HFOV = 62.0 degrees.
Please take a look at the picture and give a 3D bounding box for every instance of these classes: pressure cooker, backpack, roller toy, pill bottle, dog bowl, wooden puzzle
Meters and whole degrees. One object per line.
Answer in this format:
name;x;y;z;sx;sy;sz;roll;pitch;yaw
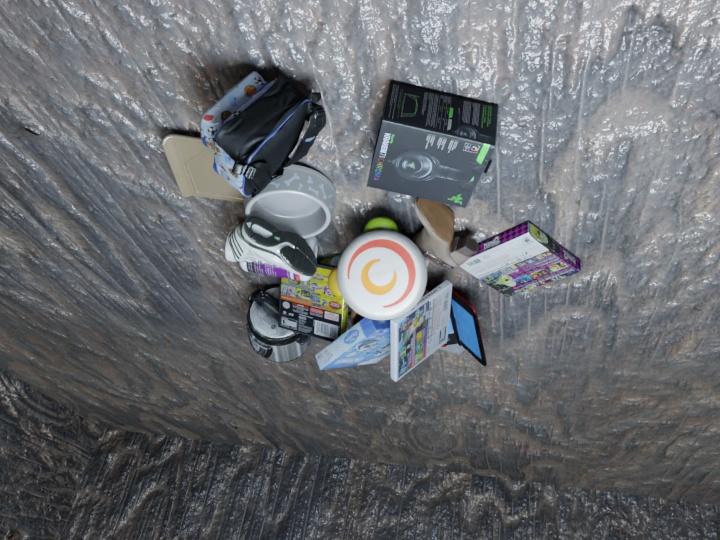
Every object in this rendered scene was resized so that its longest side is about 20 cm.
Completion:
pressure cooker;-0.220;0.138;1.630;0.175;0.180;0.200;-2;150;-4
backpack;-0.179;-0.221;1.018;0.154;0.200;0.191;42;157;8
roller toy;0.046;0.010;1.249;0.182;0.200;0.140;40;-176;4
pill bottle;-0.203;-0.044;1.379;0.199;0.113;0.113;9;149;3
dog bowl;-0.148;-0.133;1.238;0.199;0.059;0.200;1;150;0
wooden puzzle;-0.282;-0.206;1.221;0.199;0.037;0.185;4;149;2

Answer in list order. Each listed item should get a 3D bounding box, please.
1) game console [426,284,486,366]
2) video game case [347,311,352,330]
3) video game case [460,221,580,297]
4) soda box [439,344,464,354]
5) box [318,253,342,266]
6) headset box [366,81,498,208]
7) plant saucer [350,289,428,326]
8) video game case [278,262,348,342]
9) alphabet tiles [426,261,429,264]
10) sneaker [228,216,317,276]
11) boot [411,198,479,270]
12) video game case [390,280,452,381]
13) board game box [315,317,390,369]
game console;0.211;0.144;1.488;0.171;0.119;0.201;-10;126;12
video game case;0.061;0.167;1.584;0.199;0.019;0.143;1;131;27
video game case;0.344;-0.018;1.314;0.181;0.036;0.200;30;145;-27
soda box;0.192;0.164;1.632;0.199;0.069;0.064;16;147;-8
box;0.000;0.000;1.450;0.199;0.049;0.117;-12;141;37
headset box;0.125;-0.207;1.022;0.199;0.093;0.174;12;150;-3
plant saucer;0.073;0.091;1.421;0.199;0.032;0.201;-10;147;-7
video game case;-0.115;0.070;1.456;0.199;0.182;0.025;11;-166;32
alphabet tiles;0.057;0.013;1.385;0.194;0.015;0.201;-1;130;-22
sneaker;-0.193;-0.041;1.285;0.200;0.076;0.115;34;146;-32
boot;0.150;-0.070;1.272;0.200;0.070;0.146;39;152;-20
video game case;0.139;0.140;1.382;0.023;0.182;0.201;36;144;34
board game box;0.028;0.165;1.409;0.199;0.044;0.199;2;147;-47
